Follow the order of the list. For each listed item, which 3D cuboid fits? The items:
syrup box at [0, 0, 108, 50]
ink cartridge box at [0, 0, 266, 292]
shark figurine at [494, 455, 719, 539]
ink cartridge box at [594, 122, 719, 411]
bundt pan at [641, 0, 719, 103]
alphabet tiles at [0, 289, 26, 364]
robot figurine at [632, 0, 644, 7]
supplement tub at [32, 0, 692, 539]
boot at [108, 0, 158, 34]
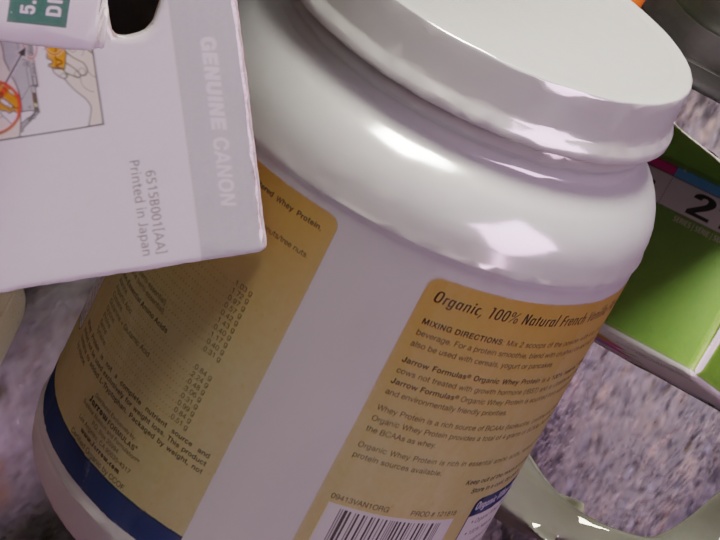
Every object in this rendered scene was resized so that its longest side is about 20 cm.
[{"bbox_3d":[-0.153,-0.107,0.550,0.199,0.082,0.079,5,113,-16],"label":"syrup box"},{"bbox_3d":[-0.122,-0.085,0.637,0.173,0.044,0.201,-10,117,-8],"label":"ink cartridge box"},{"bbox_3d":[0.041,0.056,0.919,0.128,0.215,0.089,-37,176,27],"label":"shark figurine"},{"bbox_3d":[0.088,-0.020,0.962,0.200,0.148,0.076,30,89,-55],"label":"ink cartridge box"},{"bbox_3d":[0.150,-0.159,0.942,0.202,0.075,0.203,-162,-90,-80],"label":"bundt pan"},{"bbox_3d":[-0.179,0.011,0.726,0.200,0.015,0.196,36,77,-50],"label":"alphabet tiles"},{"bbox_3d":[0.037,-0.140,0.844,0.200,0.144,0.117,-56,168,-9],"label":"robot figurine"},{"bbox_3d":[0.000,0.000,0.747,0.144,0.144,0.201,-5,130,-51],"label":"supplement tub"},{"bbox_3d":[-0.069,-0.158,0.735,0.182,0.072,0.200,-46,139,-17],"label":"boot"}]
